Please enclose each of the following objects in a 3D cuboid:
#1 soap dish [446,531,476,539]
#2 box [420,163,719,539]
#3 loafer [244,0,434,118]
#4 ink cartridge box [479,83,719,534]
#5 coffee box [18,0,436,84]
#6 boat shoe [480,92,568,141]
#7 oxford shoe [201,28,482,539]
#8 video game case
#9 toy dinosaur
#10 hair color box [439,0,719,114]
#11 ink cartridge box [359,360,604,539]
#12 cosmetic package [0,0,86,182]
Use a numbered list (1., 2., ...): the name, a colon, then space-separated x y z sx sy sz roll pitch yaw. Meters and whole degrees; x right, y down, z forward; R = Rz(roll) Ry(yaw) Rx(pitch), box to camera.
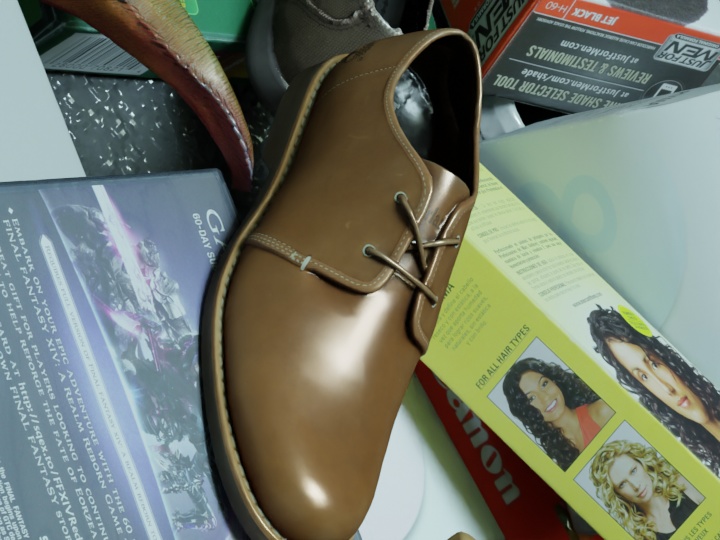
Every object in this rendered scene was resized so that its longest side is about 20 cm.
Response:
1. soap dish: 0.012 0.198 0.690 0.157 0.200 0.081 44 9 -18
2. box: 0.066 0.027 0.859 0.200 0.050 0.075 43 22 12
3. loafer: 0.013 -0.137 0.898 0.073 0.071 0.201 31 50 -31
4. ink cartridge box: 0.145 0.011 0.870 0.047 0.199 0.161 -20 97 -45
5. coffee box: -0.061 -0.133 0.910 0.199 0.044 0.124 -2 71 -45
6. boat shoe: 0.110 -0.057 1.024 0.199 0.065 0.074 -14 79 -48
7. oxford shoe: 0.000 0.000 0.754 0.071 0.071 0.201 34 50 -32
8. video game case: -0.078 0.041 0.696 0.200 0.019 0.144 -7 74 -59
9. toy dinosaur: -0.126 -0.131 0.781 0.105 0.180 0.202 39 51 -79
10. hair color box: 0.074 -0.155 0.995 0.101 0.061 0.201 10 45 -32
11. ink cartridge box: 0.027 0.070 0.886 0.200 0.057 0.163 -29 90 -44
12. cosmetic package: -0.136 0.000 0.740 0.101 0.071 0.201 -15 79 -48
